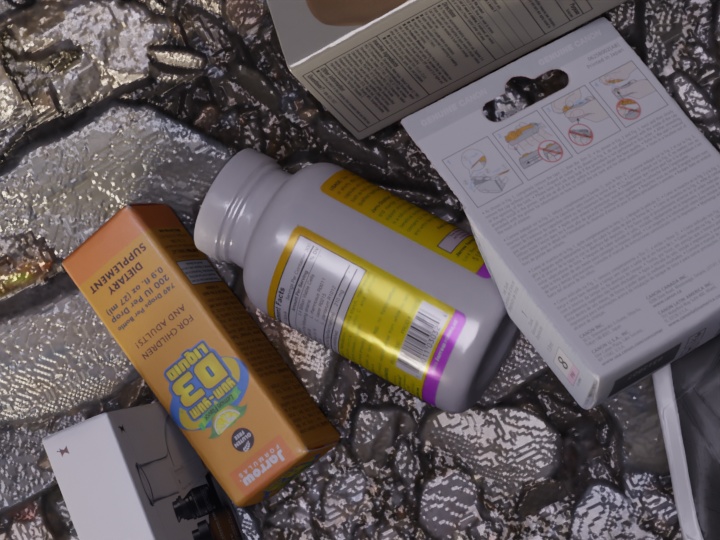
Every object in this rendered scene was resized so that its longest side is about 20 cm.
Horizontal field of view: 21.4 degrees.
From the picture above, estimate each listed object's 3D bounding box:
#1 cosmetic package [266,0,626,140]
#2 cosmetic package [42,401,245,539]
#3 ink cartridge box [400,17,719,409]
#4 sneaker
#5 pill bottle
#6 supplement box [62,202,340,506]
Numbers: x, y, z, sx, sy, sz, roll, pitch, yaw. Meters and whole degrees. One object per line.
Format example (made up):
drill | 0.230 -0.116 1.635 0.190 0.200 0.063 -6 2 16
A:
cosmetic package | 0.054 -0.170 1.156 0.200 0.105 0.071 -26 58 13
cosmetic package | -0.116 0.183 1.192 0.052 0.151 0.200 -23 85 15
ink cartridge box | 0.141 -0.037 1.134 0.163 0.057 0.200 -28 64 -21
sneaker | 0.239 0.118 1.131 0.099 0.071 0.200 -14 83 21
pill bottle | 0.000 0.000 1.181 0.200 0.104 0.104 29 98 14
supplement box | -0.103 0.053 1.230 0.067 0.069 0.200 -40 82 14
